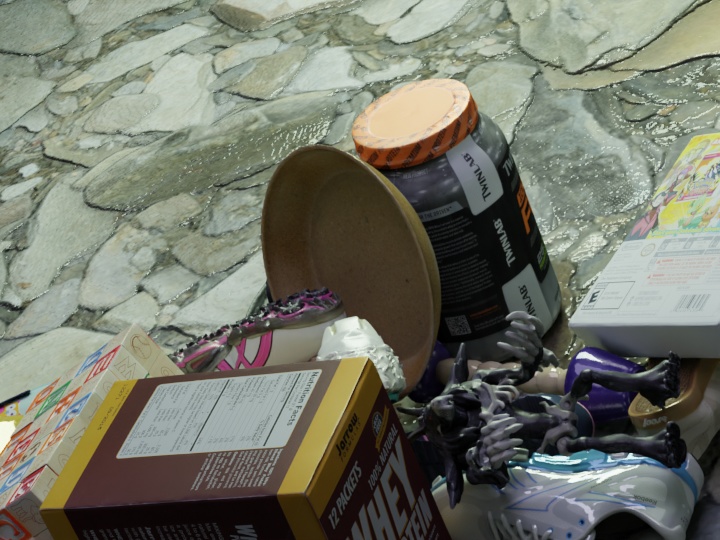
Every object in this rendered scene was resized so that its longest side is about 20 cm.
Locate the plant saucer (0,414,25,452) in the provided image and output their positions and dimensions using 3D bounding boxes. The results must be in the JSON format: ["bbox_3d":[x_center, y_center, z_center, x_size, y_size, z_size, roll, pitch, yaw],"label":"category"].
[{"bbox_3d":[-0.321,0.214,1.794,0.199,0.048,0.201,-36,39,15],"label":"plant saucer"}]

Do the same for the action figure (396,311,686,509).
[{"bbox_3d":[0.110,0.089,1.608,0.198,0.102,0.120,-4,59,16],"label":"action figure"}]

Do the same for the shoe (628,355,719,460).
[{"bbox_3d":[0.237,0.079,1.724,0.070,0.054,0.200,-21,14,32],"label":"shoe"}]

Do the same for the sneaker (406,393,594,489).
[{"bbox_3d":[0.077,0.138,1.743,0.199,0.071,0.082,-18,-9,29],"label":"sneaker"}]

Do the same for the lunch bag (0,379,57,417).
[{"bbox_3d":[-0.214,0.149,1.891,0.159,0.077,0.200,-24,31,-1],"label":"lunch bag"}]

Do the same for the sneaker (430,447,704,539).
[{"bbox_3d":[0.127,0.168,1.638,0.199,0.075,0.087,-11,37,21],"label":"sneaker"}]

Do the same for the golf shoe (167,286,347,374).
[{"bbox_3d":[-0.070,0.075,1.855,0.072,0.093,0.199,-29,1,-44],"label":"golf shoe"}]

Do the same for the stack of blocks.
[{"bbox_3d":[-0.209,0.137,1.718,0.115,0.059,0.200,-35,16,33],"label":"stack of blocks"}]

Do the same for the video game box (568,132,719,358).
[{"bbox_3d":[0.254,-0.021,1.727,0.183,0.047,0.200,-57,21,-16],"label":"video game box"}]

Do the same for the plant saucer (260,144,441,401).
[{"bbox_3d":[0.000,0.000,1.824,0.035,0.202,0.200,-20,23,-35],"label":"plant saucer"}]

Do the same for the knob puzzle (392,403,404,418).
[{"bbox_3d":[-0.053,0.131,1.767,0.218,0.031,0.220,-13,-5,-1],"label":"knob puzzle"}]

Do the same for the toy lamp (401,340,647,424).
[{"bbox_3d":[0.122,0.081,1.797,0.199,0.058,0.058,3,38,41],"label":"toy lamp"}]

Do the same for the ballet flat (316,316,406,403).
[{"bbox_3d":[-0.006,0.065,1.709,0.071,0.072,0.200,-23,-5,0],"label":"ballet flat"}]

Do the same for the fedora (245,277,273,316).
[{"bbox_3d":[-0.022,-0.012,2.003,0.199,0.092,0.201,-17,30,10],"label":"fedora"}]

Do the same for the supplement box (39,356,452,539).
[{"bbox_3d":[-0.065,0.181,1.616,0.199,0.198,0.133,-7,34,27],"label":"supplement box"}]

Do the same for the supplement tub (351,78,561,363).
[{"bbox_3d":[0.070,-0.037,1.874,0.122,0.201,0.123,-16,30,10],"label":"supplement tub"}]
